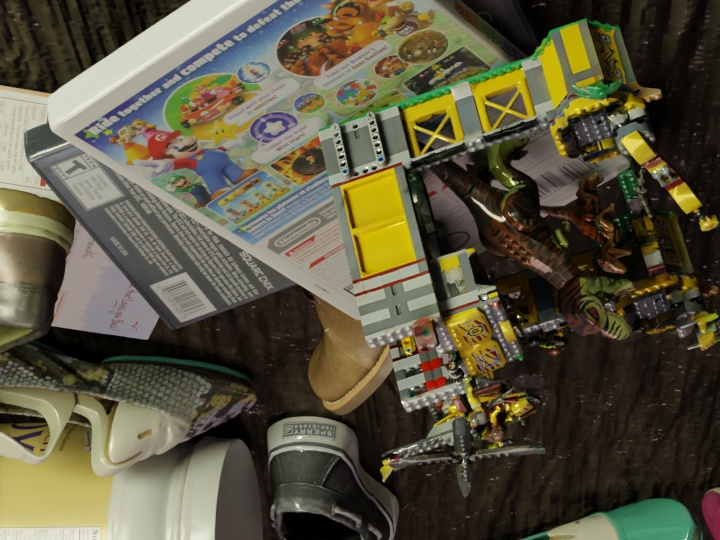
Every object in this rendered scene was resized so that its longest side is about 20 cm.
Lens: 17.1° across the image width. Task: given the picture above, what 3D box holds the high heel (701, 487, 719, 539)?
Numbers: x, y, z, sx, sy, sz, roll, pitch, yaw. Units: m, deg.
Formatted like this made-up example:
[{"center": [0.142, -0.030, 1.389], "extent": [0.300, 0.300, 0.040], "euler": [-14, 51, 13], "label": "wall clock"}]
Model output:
[{"center": [0.237, 0.168, 1.411], "extent": [0.067, 0.096, 0.200], "euler": [1, 156, 4], "label": "high heel"}]

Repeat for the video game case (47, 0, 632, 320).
[{"center": [-0.003, -0.054, 0.932], "extent": [0.143, 0.018, 0.200], "euler": [-30, 142, 24], "label": "video game case"}]

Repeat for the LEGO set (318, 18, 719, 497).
[{"center": [0.069, 0.011, 0.926], "extent": [0.153, 0.116, 0.200], "euler": [-13, 146, 1], "label": "LEGO set"}]

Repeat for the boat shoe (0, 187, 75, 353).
[{"center": [-0.197, 0.021, 1.022], "extent": [0.072, 0.066, 0.200], "euler": [24, 148, -39], "label": "boat shoe"}]

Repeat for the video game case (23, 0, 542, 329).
[{"center": [-0.015, -0.047, 0.968], "extent": [0.199, 0.019, 0.143], "euler": [-21, 145, 10], "label": "video game case"}]

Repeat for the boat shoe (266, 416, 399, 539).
[{"center": [-0.018, 0.153, 1.441], "extent": [0.071, 0.068, 0.200], "euler": [0, 156, 6], "label": "boat shoe"}]

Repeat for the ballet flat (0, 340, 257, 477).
[{"center": [-0.152, 0.074, 1.281], "extent": [0.200, 0.072, 0.072], "euler": [13, 154, -22], "label": "ballet flat"}]

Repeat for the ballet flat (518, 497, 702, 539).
[{"center": [0.132, 0.189, 1.502], "extent": [0.070, 0.068, 0.200], "euler": [7, 159, -28], "label": "ballet flat"}]

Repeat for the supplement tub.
[{"center": [-0.166, 0.159, 1.378], "extent": [0.199, 0.146, 0.146], "euler": [-2, 156, 10], "label": "supplement tub"}]

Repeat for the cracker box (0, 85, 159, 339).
[{"center": [-0.175, -0.031, 1.058], "extent": [0.199, 0.058, 0.134], "euler": [10, 155, -13], "label": "cracker box"}]

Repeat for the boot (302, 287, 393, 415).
[{"center": [0.000, 0.000, 1.113], "extent": [0.075, 0.074, 0.200], "euler": [22, 147, -5], "label": "boot"}]
